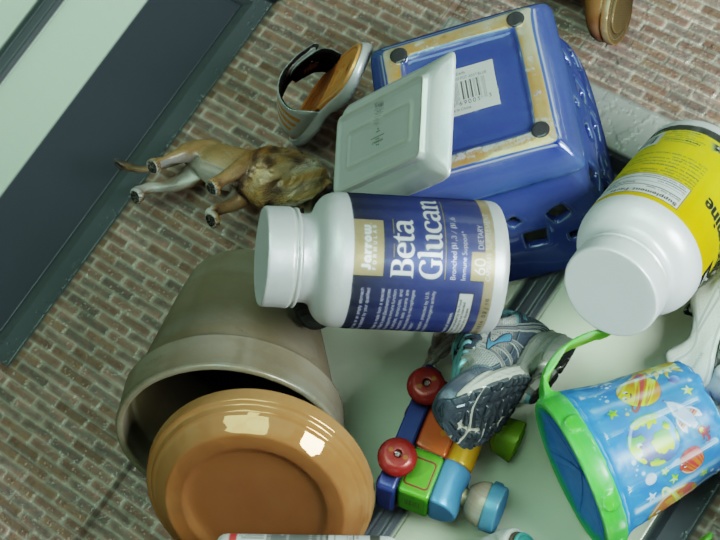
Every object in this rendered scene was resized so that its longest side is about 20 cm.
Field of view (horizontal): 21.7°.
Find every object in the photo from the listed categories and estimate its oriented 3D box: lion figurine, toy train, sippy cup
[{"bbox_3d":[-0.133,-0.097,1.813,0.199,0.073,0.122,25,41,34],"label":"lion figurine"},{"bbox_3d":[0.094,0.126,1.633,0.115,0.085,0.201,20,64,9],"label":"toy train"},{"bbox_3d":[0.230,0.143,1.548,0.129,0.179,0.140,-25,24,-7],"label":"sippy cup"}]

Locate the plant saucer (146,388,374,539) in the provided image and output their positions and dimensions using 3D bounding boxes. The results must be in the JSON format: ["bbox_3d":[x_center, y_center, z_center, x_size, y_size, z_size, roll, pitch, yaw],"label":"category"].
[{"bbox_3d":[-0.087,0.191,1.591,0.198,0.202,0.038,-9,30,14],"label":"plant saucer"}]

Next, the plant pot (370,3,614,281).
[{"bbox_3d":[0.114,-0.115,1.678,0.198,0.180,0.202,-14,62,11],"label":"plant pot"}]

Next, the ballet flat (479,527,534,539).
[{"bbox_3d":[0.108,0.311,1.546,0.069,0.070,0.202,-3,60,17],"label":"ballet flat"}]

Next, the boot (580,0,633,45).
[{"bbox_3d":[0.181,-0.293,1.799,0.153,0.077,0.202,-4,61,15],"label":"boot"}]

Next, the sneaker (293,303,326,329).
[{"bbox_3d":[0.000,0.000,1.675,0.075,0.091,0.200,-10,28,30],"label":"sneaker"}]

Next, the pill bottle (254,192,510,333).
[{"bbox_3d":[0.015,-0.007,1.543,0.198,0.111,0.112,2,62,-11],"label":"pill bottle"}]

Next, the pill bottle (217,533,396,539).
[{"bbox_3d":[-0.021,0.276,1.547,0.197,0.114,0.115,1,64,0],"label":"pill bottle"}]

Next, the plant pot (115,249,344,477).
[{"bbox_3d":[-0.109,0.083,1.666,0.198,0.201,0.175,-9,46,14],"label":"plant pot"}]

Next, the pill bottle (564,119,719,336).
[{"bbox_3d":[0.252,-0.034,1.585,0.112,0.113,0.200,18,42,25],"label":"pill bottle"}]

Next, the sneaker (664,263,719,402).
[{"bbox_3d":[0.325,0.015,1.609,0.080,0.075,0.201,16,70,34],"label":"sneaker"}]

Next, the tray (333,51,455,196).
[{"bbox_3d":[0.022,-0.112,1.589,0.022,0.200,0.109,10,77,-25],"label":"tray"}]

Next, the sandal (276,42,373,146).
[{"bbox_3d":[-0.043,-0.181,1.759,0.059,0.207,0.080,27,72,-10],"label":"sandal"}]

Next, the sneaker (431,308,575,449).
[{"bbox_3d":[0.102,0.086,1.588,0.086,0.199,0.078,36,117,19],"label":"sneaker"}]
